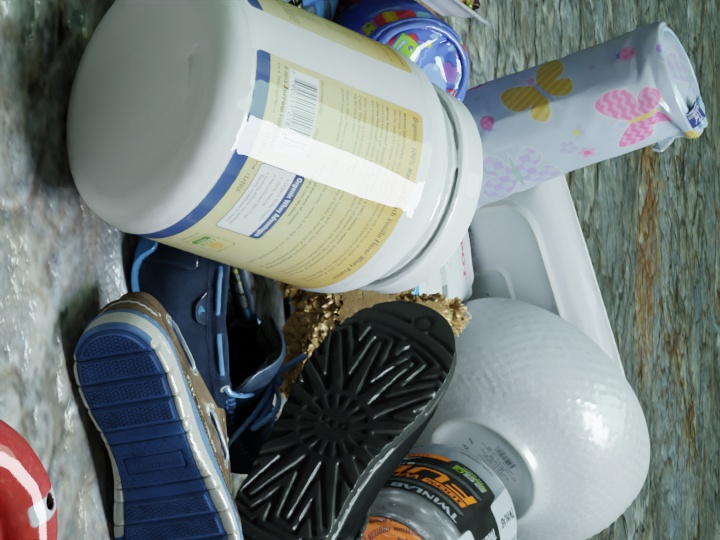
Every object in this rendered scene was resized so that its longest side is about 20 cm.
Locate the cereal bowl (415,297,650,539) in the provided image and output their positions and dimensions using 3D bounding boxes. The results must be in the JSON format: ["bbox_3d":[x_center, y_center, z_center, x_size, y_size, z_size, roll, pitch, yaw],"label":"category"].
[{"bbox_3d":[0.109,0.125,1.754,0.083,0.199,0.201,-42,130,-42],"label":"cereal bowl"}]

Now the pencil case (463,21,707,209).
[{"bbox_3d":[0.140,-0.104,1.657,0.091,0.199,0.083,48,30,-52],"label":"pencil case"}]

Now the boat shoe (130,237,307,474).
[{"bbox_3d":[-0.077,0.056,1.400,0.200,0.068,0.084,66,26,-50],"label":"boat shoe"}]

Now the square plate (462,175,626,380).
[{"bbox_3d":[0.106,0.023,1.800,0.028,0.200,0.199,-23,99,-37],"label":"square plate"}]

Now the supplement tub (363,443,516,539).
[{"bbox_3d":[0.031,0.198,1.642,0.200,0.122,0.123,-28,113,-73],"label":"supplement tub"}]

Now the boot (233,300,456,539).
[{"bbox_3d":[-0.016,0.131,1.445,0.211,0.079,0.158,-52,160,-24],"label":"boot"}]

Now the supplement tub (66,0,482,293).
[{"bbox_3d":[-0.044,-0.069,1.290,0.199,0.144,0.145,19,65,-40],"label":"supplement tub"}]

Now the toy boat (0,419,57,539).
[{"bbox_3d":[-0.167,0.136,0.966,0.200,0.130,0.131,-60,144,-62],"label":"toy boat"}]

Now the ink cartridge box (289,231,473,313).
[{"bbox_3d":[0.011,-0.037,1.691,0.200,0.083,0.146,-19,103,-73],"label":"ink cartridge box"}]

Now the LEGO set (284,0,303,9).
[{"bbox_3d":[-0.110,-0.230,1.345,0.154,0.116,0.200,-48,136,-26],"label":"LEGO set"}]

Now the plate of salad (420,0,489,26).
[{"bbox_3d":[0.013,-0.232,1.597,0.048,0.200,0.200,-53,164,6],"label":"plate of salad"}]

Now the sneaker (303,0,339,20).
[{"bbox_3d":[-0.060,-0.143,1.529,0.200,0.066,0.079,-61,157,-62],"label":"sneaker"}]

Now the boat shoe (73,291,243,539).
[{"bbox_3d":[-0.099,0.104,1.308,0.072,0.072,0.201,-64,146,-62],"label":"boat shoe"}]

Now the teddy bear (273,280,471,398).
[{"bbox_3d":[0.000,0.000,1.559,0.067,0.144,0.201,157,-66,-77],"label":"teddy bear"}]

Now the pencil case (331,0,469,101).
[{"bbox_3d":[0.016,-0.151,1.604,0.087,0.078,0.200,52,1,-25],"label":"pencil case"}]
